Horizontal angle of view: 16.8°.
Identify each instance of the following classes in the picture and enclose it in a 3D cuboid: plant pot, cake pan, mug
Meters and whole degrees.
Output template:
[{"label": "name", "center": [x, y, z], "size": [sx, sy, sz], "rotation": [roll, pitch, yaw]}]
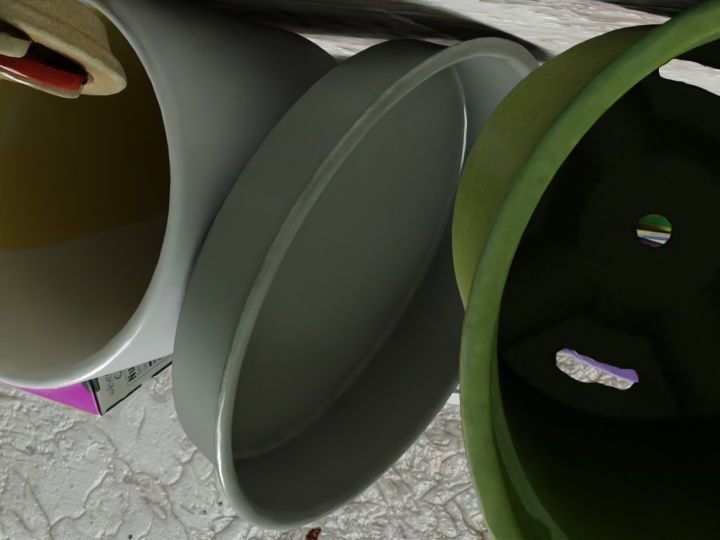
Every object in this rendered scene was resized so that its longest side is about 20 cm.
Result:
[{"label": "plant pot", "center": [0.108, 0.005, 0.692], "size": [0.200, 0.201, 0.184], "rotation": [9, -169, -11]}, {"label": "cake pan", "center": [0.000, 0.000, 0.897], "size": [0.037, 0.200, 0.200], "rotation": [30, -172, 25]}, {"label": "mug", "center": [-0.078, -0.052, 0.928], "size": [0.149, 0.187, 0.153], "rotation": [-33, 162, 36]}]

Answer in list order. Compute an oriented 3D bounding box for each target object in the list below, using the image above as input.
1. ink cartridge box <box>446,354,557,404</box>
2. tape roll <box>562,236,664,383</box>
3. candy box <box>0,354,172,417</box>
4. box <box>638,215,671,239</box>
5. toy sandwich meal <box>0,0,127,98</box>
[{"label": "ink cartridge box", "center": [0.038, -0.009, 1.132], "size": [0.116, 0.068, 0.200], "rotation": [9, 153, 9]}, {"label": "tape roll", "center": [0.201, 0.038, 1.202], "size": [0.200, 0.066, 0.200], "rotation": [17, -177, -1]}, {"label": "candy box", "center": [-0.109, -0.017, 1.185], "size": [0.136, 0.061, 0.200], "rotation": [15, -142, 40]}, {"label": "box", "center": [0.115, -0.046, 1.242], "size": [0.117, 0.048, 0.200], "rotation": [7, 177, 41]}, {"label": "toy sandwich meal", "center": [-0.175, -0.072, 0.785], "size": [0.205, 0.070, 0.205], "rotation": [17, 176, 1]}]
